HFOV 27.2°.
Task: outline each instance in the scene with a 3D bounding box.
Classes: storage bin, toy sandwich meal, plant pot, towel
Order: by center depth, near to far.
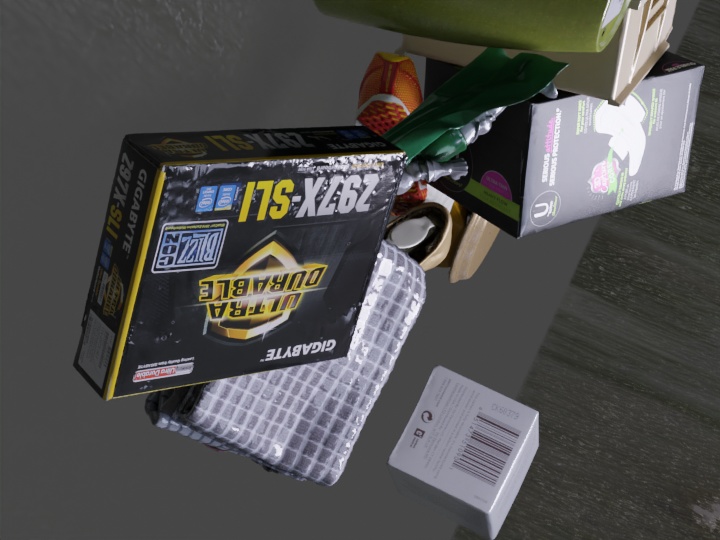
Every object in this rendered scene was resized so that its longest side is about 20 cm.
[{"bbox_3d":[0.095,-0.234,1.051,0.187,0.200,0.187,-59,164,-28],"label":"plant pot"},{"bbox_3d":[-0.050,0.051,1.102,0.165,0.085,0.200,31,83,-46],"label":"towel"},{"bbox_3d":[0.158,-0.232,1.259,0.199,0.199,0.094,-46,146,-54],"label":"storage bin"},{"bbox_3d":[0.129,-0.082,1.716,0.205,0.070,0.205,-60,170,-19],"label":"toy sandwich meal"}]

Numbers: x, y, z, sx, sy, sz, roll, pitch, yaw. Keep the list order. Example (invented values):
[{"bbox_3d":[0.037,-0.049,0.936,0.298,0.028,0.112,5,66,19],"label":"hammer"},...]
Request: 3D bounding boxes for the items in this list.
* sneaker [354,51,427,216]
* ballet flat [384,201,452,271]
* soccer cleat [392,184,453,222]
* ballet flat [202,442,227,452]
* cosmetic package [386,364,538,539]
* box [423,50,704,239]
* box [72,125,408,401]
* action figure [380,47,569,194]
[{"bbox_3d":[0.030,-0.112,1.289,0.200,0.073,0.077,98,4,-61],"label":"sneaker"},{"bbox_3d":[0.000,0.000,1.278,0.200,0.069,0.063,-37,166,-26],"label":"ballet flat"},{"bbox_3d":[0.060,-0.063,1.449,0.200,0.069,0.078,27,76,-83],"label":"soccer cleat"},{"bbox_3d":[-0.073,0.053,1.200,0.200,0.069,0.071,-65,-169,-5],"label":"ballet flat"},{"bbox_3d":[0.151,0.264,2.142,0.165,0.165,0.200,-61,165,-16],"label":"cosmetic package"},{"bbox_3d":[0.172,-0.128,1.305,0.200,0.148,0.125,-15,122,-32],"label":"box"},{"bbox_3d":[-0.074,-0.009,0.945,0.200,0.049,0.160,-6,121,-43],"label":"box"},{"bbox_3d":[0.046,-0.088,1.059,0.200,0.055,0.118,-35,-162,-16],"label":"action figure"}]
